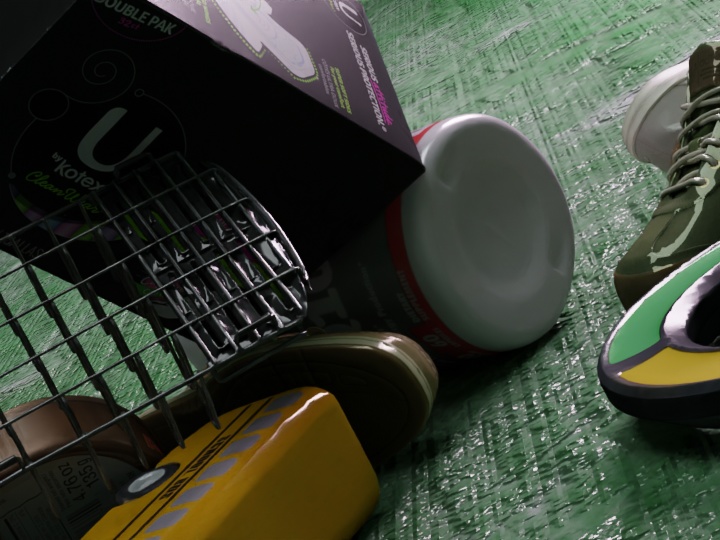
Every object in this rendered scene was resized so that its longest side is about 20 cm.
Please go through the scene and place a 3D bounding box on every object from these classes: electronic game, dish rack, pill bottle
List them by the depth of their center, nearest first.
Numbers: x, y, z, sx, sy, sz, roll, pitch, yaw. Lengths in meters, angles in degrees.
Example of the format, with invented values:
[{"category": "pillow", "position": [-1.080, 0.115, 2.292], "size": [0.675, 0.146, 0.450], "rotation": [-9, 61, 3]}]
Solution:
[{"category": "electronic game", "position": [0.182, 0.001, 0.835], "size": [0.199, 0.042, 0.200], "rotation": [-27, 11, 6]}, {"category": "dish rack", "position": [-0.119, 0.035, 0.874], "size": [0.199, 0.055, 0.154], "rotation": [-29, 44, -11]}, {"category": "pill bottle", "position": [0.000, 0.000, 1.088], "size": [0.199, 0.115, 0.114], "rotation": [-17, 16, 45]}]

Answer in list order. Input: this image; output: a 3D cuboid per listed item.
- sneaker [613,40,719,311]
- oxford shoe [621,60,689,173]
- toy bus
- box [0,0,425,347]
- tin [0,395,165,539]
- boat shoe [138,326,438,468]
[{"category": "sneaker", "position": [0.170, -0.061, 1.012], "size": [0.200, 0.090, 0.067], "rotation": [-37, 16, -36]}, {"category": "oxford shoe", "position": [0.226, -0.093, 1.127], "size": [0.199, 0.076, 0.058], "rotation": [-25, 50, -26]}, {"category": "toy bus", "position": [-0.070, 0.122, 0.845], "size": [0.078, 0.066, 0.200], "rotation": [-19, 14, 32]}, {"category": "box", "position": [-0.098, -0.080, 0.987], "size": [0.148, 0.199, 0.125], "rotation": [-42, 43, 24]}, {"category": "tin", "position": [-0.166, 0.130, 0.914], "size": [0.199, 0.113, 0.042], "rotation": [-30, 33, -8]}, {"category": "boat shoe", "position": [-0.035, 0.059, 1.014], "size": [0.199, 0.074, 0.066], "rotation": [-17, 21, 43]}]
